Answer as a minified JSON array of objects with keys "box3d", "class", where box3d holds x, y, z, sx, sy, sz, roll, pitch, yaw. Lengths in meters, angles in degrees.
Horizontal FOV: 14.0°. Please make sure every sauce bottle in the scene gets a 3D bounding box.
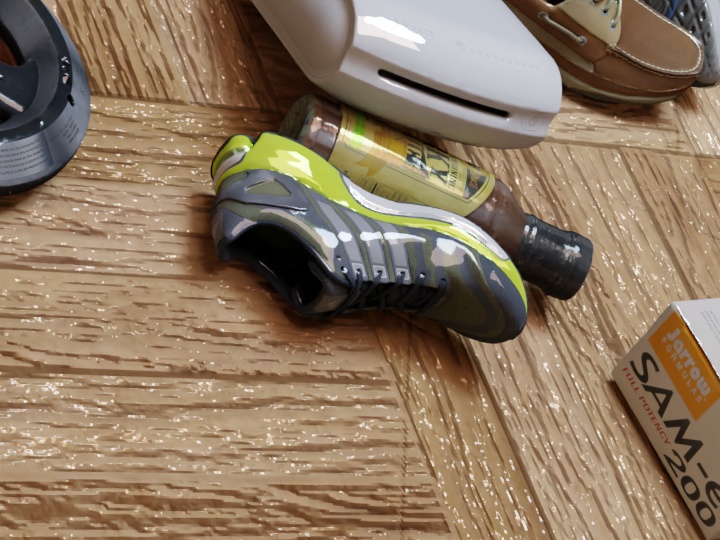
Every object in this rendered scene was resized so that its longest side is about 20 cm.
[{"box3d":[0.043,-0.039,1.719,0.199,0.065,0.065,24,40,-19],"class":"sauce bottle"}]

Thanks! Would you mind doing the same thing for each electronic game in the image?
[{"box3d":[-0.239,-0.119,1.595,0.199,0.042,0.201,22,40,-20],"class":"electronic game"}]

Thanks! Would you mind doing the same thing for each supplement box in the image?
[{"box3d":[0.265,0.083,1.762,0.199,0.074,0.126,-3,54,-40],"class":"supplement box"}]

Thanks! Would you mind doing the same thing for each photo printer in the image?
[{"box3d":[0.023,-0.146,1.756,0.166,0.070,0.200,16,23,-31],"class":"photo printer"}]

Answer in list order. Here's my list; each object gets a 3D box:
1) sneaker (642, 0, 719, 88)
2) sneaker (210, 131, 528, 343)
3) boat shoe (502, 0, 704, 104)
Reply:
[{"box3d":[0.224,-0.204,2.023,0.087,0.075,0.201,15,44,-34],"class":"sneaker"},{"box3d":[0.000,0.000,1.651,0.199,0.074,0.081,23,47,-7],"class":"sneaker"},{"box3d":[0.137,-0.171,1.905,0.199,0.074,0.076,19,50,-16],"class":"boat shoe"}]
